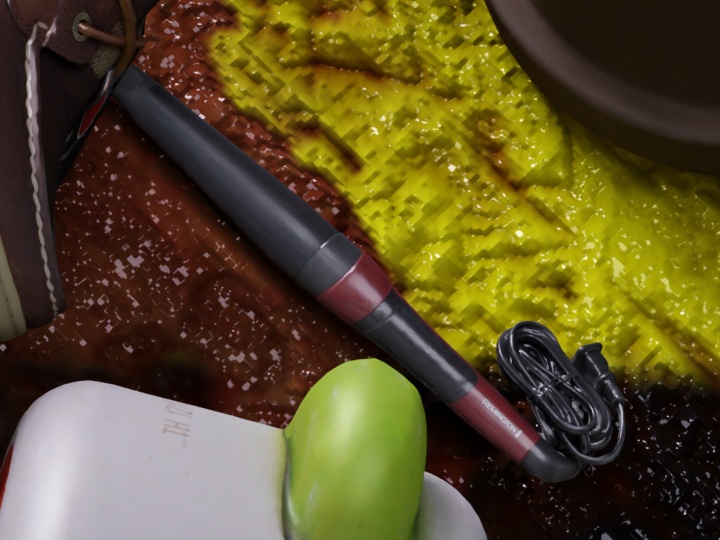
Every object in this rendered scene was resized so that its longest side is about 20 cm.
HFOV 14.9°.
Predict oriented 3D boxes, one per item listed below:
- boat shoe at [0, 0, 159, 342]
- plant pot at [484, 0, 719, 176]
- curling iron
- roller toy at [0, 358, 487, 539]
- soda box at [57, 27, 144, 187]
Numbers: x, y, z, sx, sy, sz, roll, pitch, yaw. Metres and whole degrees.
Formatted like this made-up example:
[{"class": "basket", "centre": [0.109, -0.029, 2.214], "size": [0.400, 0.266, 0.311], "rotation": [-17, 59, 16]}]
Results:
[{"class": "boat shoe", "centre": [-0.089, -0.081, 0.775], "size": [0.071, 0.072, 0.201], "rotation": [-4, 74, -6]}, {"class": "plant pot", "centre": [0.117, -0.145, 0.843], "size": [0.199, 0.175, 0.202], "rotation": [-3, 75, 12]}, {"class": "curling iron", "centre": [0.000, 0.000, 0.873], "size": [0.199, 0.026, 0.050], "rotation": [35, 42, 7]}, {"class": "roller toy", "centre": [-0.055, 0.129, 0.713], "size": [0.139, 0.183, 0.201], "rotation": [16, 62, -8]}, {"class": "soda box", "centre": [-0.164, -0.104, 0.842], "size": [0.199, 0.071, 0.064], "rotation": [29, 74, 1]}]
